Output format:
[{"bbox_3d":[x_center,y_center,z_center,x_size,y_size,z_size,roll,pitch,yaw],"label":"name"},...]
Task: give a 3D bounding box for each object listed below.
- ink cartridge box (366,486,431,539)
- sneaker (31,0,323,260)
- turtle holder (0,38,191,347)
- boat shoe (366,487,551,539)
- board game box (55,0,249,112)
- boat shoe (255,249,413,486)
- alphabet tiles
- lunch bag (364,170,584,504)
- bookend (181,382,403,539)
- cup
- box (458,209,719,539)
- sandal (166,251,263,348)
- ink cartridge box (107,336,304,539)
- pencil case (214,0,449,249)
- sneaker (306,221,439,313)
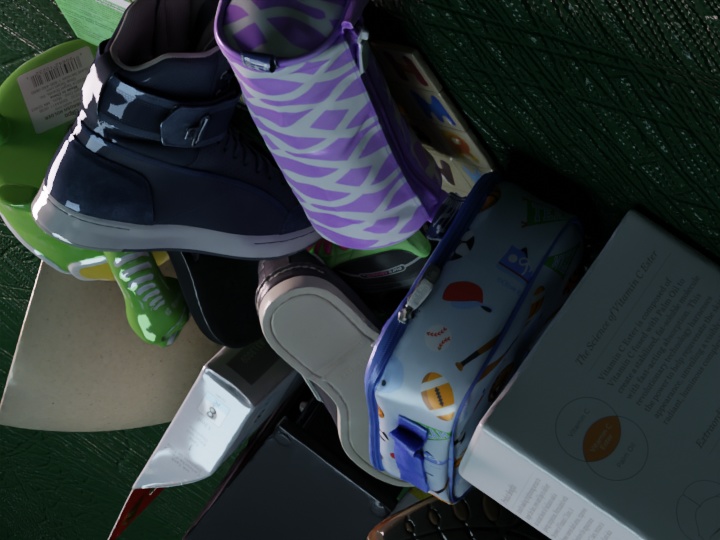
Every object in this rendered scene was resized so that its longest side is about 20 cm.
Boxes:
[{"bbox_3d":[0.057,0.201,1.943,0.083,0.200,0.145,37,163,15],"label":"ink cartridge box"},{"bbox_3d":[-0.073,-0.084,1.585,0.202,0.147,0.077,-2,-147,-42],"label":"sneaker"},{"bbox_3d":[-0.148,-0.054,1.769,0.185,0.141,0.132,32,162,29],"label":"turtle holder"},{"bbox_3d":[0.096,0.162,1.821,0.074,0.199,0.076,-168,69,-67],"label":"boat shoe"},{"bbox_3d":[-0.105,-0.140,1.654,0.199,0.024,0.105,25,161,30],"label":"board game box"},{"bbox_3d":[-0.001,0.054,1.708,0.200,0.072,0.063,51,-167,-40],"label":"boat shoe"},{"bbox_3d":[0.002,-0.095,1.615,0.166,0.006,0.200,19,155,44],"label":"alphabet tiles"},{"bbox_3d":[0.058,0.043,1.590,0.075,0.161,0.200,29,163,14],"label":"lunch bag"},{"bbox_3d":[-0.012,0.111,1.919,0.092,0.199,0.200,37,142,-2],"label":"bookend"},{"bbox_3d":[-0.155,0.028,1.962,0.143,0.201,0.200,16,163,-6],"label":"cup"},{"bbox_3d":[0.178,0.094,1.527,0.200,0.152,0.106,35,163,7],"label":"box"},{"bbox_3d":[-0.093,-0.042,1.686,0.048,0.075,0.201,12,138,50],"label":"sandal"},{"bbox_3d":[-0.081,0.098,1.879,0.047,0.160,0.200,37,132,7],"label":"ink cartridge box"},{"bbox_3d":[-0.013,-0.090,1.524,0.085,0.084,0.200,4,152,19],"label":"pencil case"},{"bbox_3d":[0.000,0.000,1.743,0.084,0.077,0.200,37,168,-10],"label":"sneaker"}]
